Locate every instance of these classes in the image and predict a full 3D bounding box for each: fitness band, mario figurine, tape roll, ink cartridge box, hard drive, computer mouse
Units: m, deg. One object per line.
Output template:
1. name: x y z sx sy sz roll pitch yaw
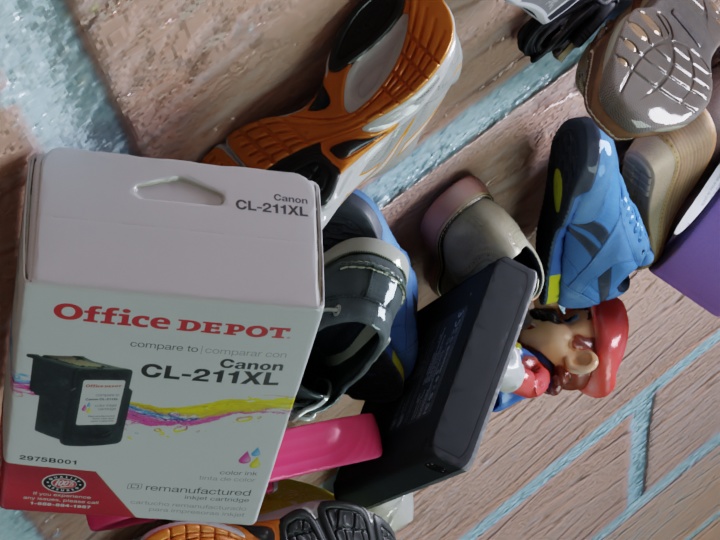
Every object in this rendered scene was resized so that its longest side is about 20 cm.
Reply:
1. fitness band: -0.081 0.129 1.132 0.198 0.038 0.143 -11 173 -28
2. mario figurine: 0.111 0.058 1.346 0.198 0.124 0.107 -22 134 -14
3. tape roll: 0.299 -0.066 1.340 0.201 0.065 0.200 -58 180 0
4. ink cartridge box: -0.107 0.041 0.905 0.144 0.083 0.201 5 141 -11
5. hard drive: 0.045 0.080 1.182 0.141 0.033 0.200 -69 -168 -21
6. computer mouse: 0.112 -0.178 0.994 0.109 0.044 0.200 -41 163 11

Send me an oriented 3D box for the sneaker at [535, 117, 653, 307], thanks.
1. sneaker: 0.169 -0.041 1.235 0.077 0.067 0.201 -1 148 0

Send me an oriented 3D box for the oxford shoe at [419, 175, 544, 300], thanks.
1. oxford shoe: 0.092 0.006 1.237 0.071 0.074 0.200 -43 158 -1

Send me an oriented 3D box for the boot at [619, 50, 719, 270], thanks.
1. boot: 0.253 -0.091 1.323 0.166 0.072 0.200 -41 165 -17

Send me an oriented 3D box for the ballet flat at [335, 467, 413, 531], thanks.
1. ballet flat: 0.008 0.196 1.447 0.068 0.069 0.201 -22 150 -36

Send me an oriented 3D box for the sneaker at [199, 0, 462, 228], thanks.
1. sneaker: -0.014 -0.062 0.964 0.200 0.076 0.092 -43 161 7

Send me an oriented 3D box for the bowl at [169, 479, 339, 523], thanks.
1. bowl: -0.063 0.219 1.304 0.201 0.199 0.108 -56 -165 32

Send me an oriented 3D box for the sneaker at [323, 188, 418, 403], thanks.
1. sneaker: 0.000 0.000 1.124 0.201 0.065 0.079 76 25 -52

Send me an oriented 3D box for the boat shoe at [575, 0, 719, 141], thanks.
1. boat shoe: 0.170 -0.121 1.082 0.072 0.076 0.200 -36 -174 32

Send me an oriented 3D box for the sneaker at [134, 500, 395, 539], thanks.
1. sneaker: -0.071 0.185 1.135 0.198 0.077 0.092 5 173 -30

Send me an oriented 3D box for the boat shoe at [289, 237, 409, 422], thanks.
1. boat shoe: -0.040 0.057 1.081 0.072 0.062 0.200 27 134 -22
